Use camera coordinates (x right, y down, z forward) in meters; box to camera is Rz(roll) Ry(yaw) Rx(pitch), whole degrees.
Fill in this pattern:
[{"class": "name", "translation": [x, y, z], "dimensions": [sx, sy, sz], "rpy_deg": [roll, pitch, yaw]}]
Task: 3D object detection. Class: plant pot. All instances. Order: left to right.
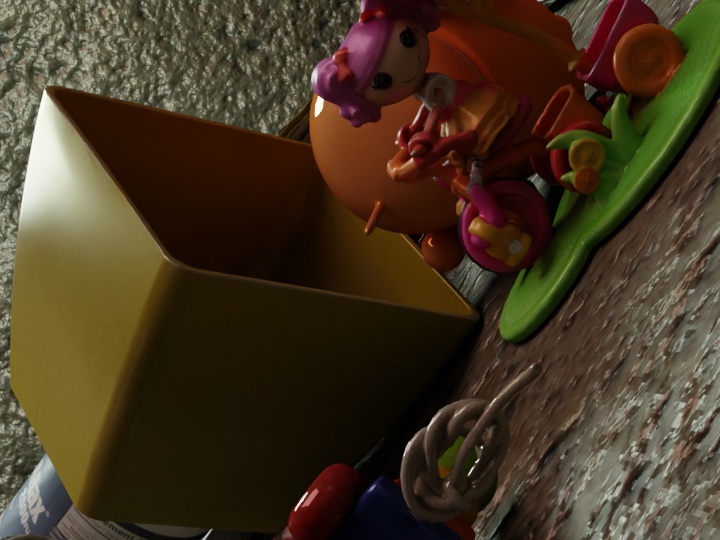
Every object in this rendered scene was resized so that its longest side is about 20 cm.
[{"class": "plant pot", "translation": [-0.090, 0.035, 1.016], "dimensions": [0.200, 0.199, 0.177], "rpy_deg": [49, 119, 47]}]

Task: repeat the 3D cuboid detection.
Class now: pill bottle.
[{"class": "pill bottle", "translation": [-0.155, 0.147, 1.200], "dimensions": [0.200, 0.119, 0.120], "rpy_deg": [-51, 10, 28]}]

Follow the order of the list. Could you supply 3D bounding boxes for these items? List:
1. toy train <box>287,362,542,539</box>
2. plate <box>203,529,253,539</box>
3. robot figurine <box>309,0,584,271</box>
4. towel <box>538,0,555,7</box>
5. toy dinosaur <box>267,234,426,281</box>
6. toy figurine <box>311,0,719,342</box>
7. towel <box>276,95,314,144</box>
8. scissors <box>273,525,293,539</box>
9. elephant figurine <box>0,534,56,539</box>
[{"class": "toy train", "translation": [0.027, 0.093, 0.697], "dimensions": [0.200, 0.085, 0.116], "rpy_deg": [-54, -5, 24]}, {"class": "plate", "translation": [-0.123, 0.211, 1.293], "dimensions": [0.200, 0.032, 0.200], "rpy_deg": [-59, 8, -5]}, {"class": "robot figurine", "translation": [0.049, -0.088, 0.997], "dimensions": [0.200, 0.117, 0.144], "rpy_deg": [-32, -19, -50]}, {"class": "towel", "translation": [0.165, -0.254, 1.382], "dimensions": [0.149, 0.031, 0.200], "rpy_deg": [-56, 5, -6]}, {"class": "toy dinosaur", "translation": [0.000, 0.000, 1.179], "dimensions": [0.136, 0.102, 0.200], "rpy_deg": [-43, -25, -38]}, {"class": "toy figurine", "translation": [0.052, -0.096, 0.867], "dimensions": [0.200, 0.184, 0.150], "rpy_deg": [-57, 8, 5]}, {"class": "towel", "translation": [-0.002, -0.083, 1.349], "dimensions": [0.144, 0.023, 0.200], "rpy_deg": [-49, -26, -18]}, {"class": "scissors", "translation": [-0.042, 0.160, 1.082], "dimensions": [0.073, 0.014, 0.200], "rpy_deg": [-60, 7, -6]}, {"class": "elephant figurine", "translation": [-0.178, 0.207, 0.975], "dimensions": [0.155, 0.199, 0.142], "rpy_deg": [67, -147, -60]}]
